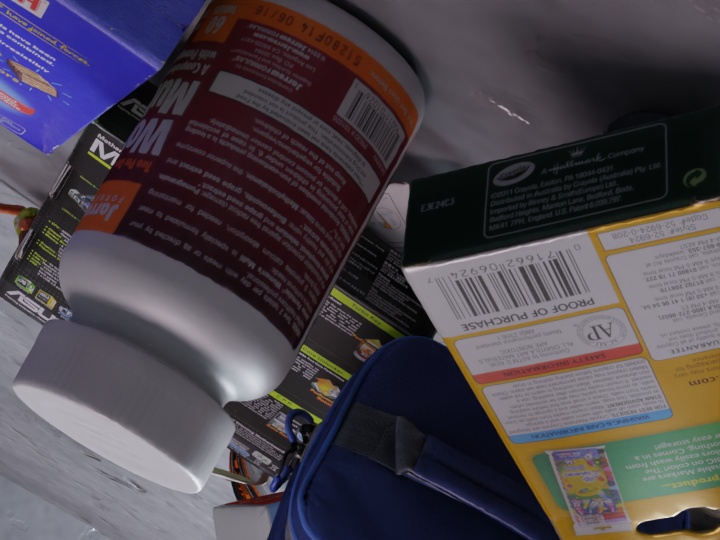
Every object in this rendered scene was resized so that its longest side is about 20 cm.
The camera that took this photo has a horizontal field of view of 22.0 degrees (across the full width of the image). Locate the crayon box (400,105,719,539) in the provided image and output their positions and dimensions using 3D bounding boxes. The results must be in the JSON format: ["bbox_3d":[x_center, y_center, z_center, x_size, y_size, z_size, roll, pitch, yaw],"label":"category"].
[{"bbox_3d":[0.111,0.033,0.736,0.125,0.052,0.200,-12,134,20],"label":"crayon box"}]

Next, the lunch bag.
[{"bbox_3d":[0.047,0.126,0.883,0.199,0.136,0.133,29,145,0],"label":"lunch bag"}]

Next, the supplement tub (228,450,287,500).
[{"bbox_3d":[-0.027,0.126,1.278,0.122,0.123,0.200,29,163,0],"label":"supplement tub"}]

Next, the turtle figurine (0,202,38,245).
[{"bbox_3d":[-0.180,0.007,1.278,0.199,0.065,0.161,34,162,-17],"label":"turtle figurine"}]

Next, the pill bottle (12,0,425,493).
[{"bbox_3d":[-0.061,-0.015,0.795,0.109,0.201,0.110,26,163,9],"label":"pill bottle"}]

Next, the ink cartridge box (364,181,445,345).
[{"bbox_3d":[0.000,0.000,0.981,0.199,0.050,0.161,-3,134,34],"label":"ink cartridge box"}]

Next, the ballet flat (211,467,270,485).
[{"bbox_3d":[-0.045,0.097,1.138,0.199,0.073,0.072,-3,151,21],"label":"ballet flat"}]

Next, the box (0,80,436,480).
[{"bbox_3d":[-0.078,0.011,0.970,0.199,0.048,0.193,34,141,-6],"label":"box"}]

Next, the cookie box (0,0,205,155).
[{"bbox_3d":[-0.165,-0.141,0.814,0.171,0.076,0.200,34,163,-16],"label":"cookie box"}]

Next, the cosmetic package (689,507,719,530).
[{"bbox_3d":[0.188,0.086,0.910,0.200,0.073,0.103,37,162,-20],"label":"cosmetic package"}]

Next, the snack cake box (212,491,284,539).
[{"bbox_3d":[0.023,0.155,1.115,0.199,0.068,0.115,-9,178,-21],"label":"snack cake box"}]

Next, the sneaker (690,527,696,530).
[{"bbox_3d":[0.173,0.180,0.986,0.085,0.073,0.200,49,164,17],"label":"sneaker"}]

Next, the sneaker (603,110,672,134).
[{"bbox_3d":[0.105,0.004,0.783,0.070,0.082,0.200,27,159,3],"label":"sneaker"}]
